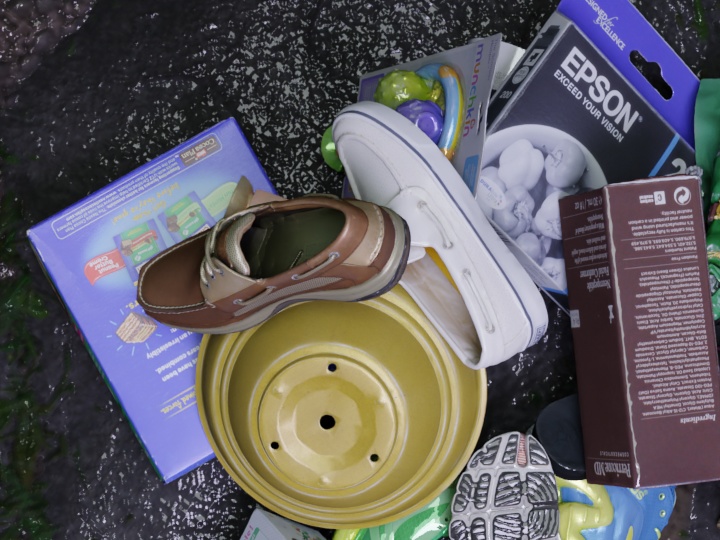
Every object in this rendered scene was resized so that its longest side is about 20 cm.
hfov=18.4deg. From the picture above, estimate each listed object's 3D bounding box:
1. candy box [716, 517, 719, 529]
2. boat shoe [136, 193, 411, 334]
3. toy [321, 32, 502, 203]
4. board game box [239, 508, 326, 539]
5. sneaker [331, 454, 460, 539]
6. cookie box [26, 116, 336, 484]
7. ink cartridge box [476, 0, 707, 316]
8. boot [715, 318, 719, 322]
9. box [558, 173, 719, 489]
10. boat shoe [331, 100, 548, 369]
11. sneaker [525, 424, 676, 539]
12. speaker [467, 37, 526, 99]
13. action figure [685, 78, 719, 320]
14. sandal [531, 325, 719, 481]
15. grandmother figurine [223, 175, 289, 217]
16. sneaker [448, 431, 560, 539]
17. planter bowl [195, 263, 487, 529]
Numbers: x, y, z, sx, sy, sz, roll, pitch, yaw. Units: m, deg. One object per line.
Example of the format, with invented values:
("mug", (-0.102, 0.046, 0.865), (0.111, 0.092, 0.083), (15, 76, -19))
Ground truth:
("candy box", (0.353, 0.121, 1.594), (0.115, 0.055, 0.201), (27, 81, -2))
("boat shoe", (-0.065, -0.012, 1.418), (0.199, 0.074, 0.076), (-14, 64, 31))
("toy", (0.023, -0.097, 1.526), (0.047, 0.200, 0.116), (12, 80, -23))
("board game box", (-0.039, 0.272, 1.466), (0.064, 0.200, 0.148), (23, 100, -37))
("sneaker", (0.042, 0.149, 1.566), (0.083, 0.074, 0.201), (25, 92, 2))
("cookie box", (-0.115, 0.023, 1.565), (0.170, 0.075, 0.201), (-29, 86, -6))
("ink cartridge box", (0.174, -0.080, 1.565), (0.198, 0.043, 0.200), (42, 78, -29))
("boot", (0.325, -0.046, 1.563), (0.199, 0.165, 0.066), (-23, 63, -6))
("box", (0.188, 0.042, 1.484), (0.074, 0.100, 0.202), (-7, 88, -14))
("boat shoe", (0.036, -0.021, 1.439), (0.070, 0.071, 0.200), (-30, 79, -34))
("sneaker", (0.182, 0.196, 1.565), (0.104, 0.076, 0.201), (-11, 83, -6))
("speaker", (0.078, -0.062, 1.587), (0.081, 0.081, 0.201), (23, 83, -1))
("action figure", (0.261, -0.056, 1.524), (0.118, 0.055, 0.201), (-2, 60, 38))
("sandal", (0.213, 0.089, 1.563), (0.200, 0.048, 0.075), (-25, 64, -27))
("grandmother figurine", (0.000, 0.000, 1.510), (0.199, 0.061, 0.122), (23, 108, -2))
("sneaker", (0.096, 0.207, 1.547), (0.076, 0.085, 0.202), (2, 99, -2))
("planter bowl", (-0.018, 0.089, 1.461), (0.199, 0.083, 0.202), (2, 104, 6))
